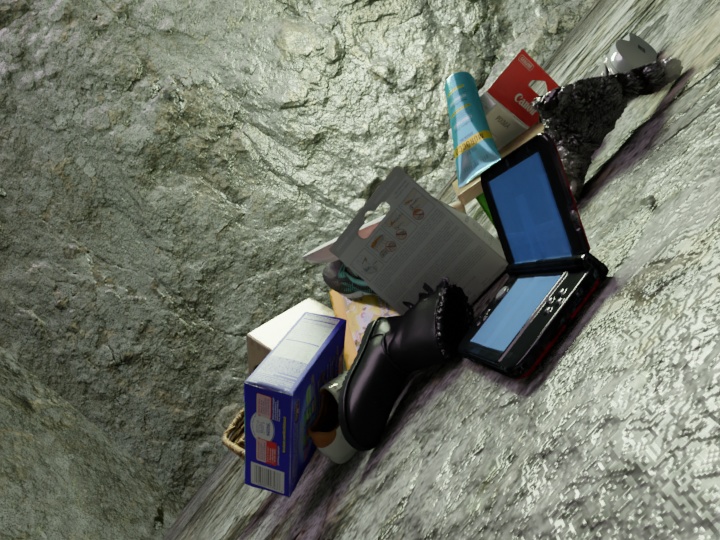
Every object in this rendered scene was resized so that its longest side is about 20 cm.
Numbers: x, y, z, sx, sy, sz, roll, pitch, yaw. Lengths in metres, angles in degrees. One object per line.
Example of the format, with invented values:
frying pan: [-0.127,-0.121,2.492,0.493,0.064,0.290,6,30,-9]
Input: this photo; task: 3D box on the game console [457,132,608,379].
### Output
game console: [0.133,-0.008,0.587,0.173,0.118,0.200,-51,2,-4]

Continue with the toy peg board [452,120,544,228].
toy peg board: [0.255,-0.146,0.958,0.198,0.098,0.200,-34,8,13]

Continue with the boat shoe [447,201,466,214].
boat shoe: [0.155,-0.050,1.026,0.064,0.073,0.201,-26,-28,0]

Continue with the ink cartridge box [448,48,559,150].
ink cartridge box: [0.272,-0.254,1.053,0.198,0.045,0.176,18,-56,-44]

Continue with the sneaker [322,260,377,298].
sneaker: [0.000,0.000,0.969,0.198,0.091,0.079,5,69,45]

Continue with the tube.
tube: [0.170,-0.224,0.954,0.077,0.050,0.203,-35,46,38]

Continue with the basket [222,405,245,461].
basket: [-0.150,0.285,1.170,0.201,0.149,0.143,-51,2,-25]

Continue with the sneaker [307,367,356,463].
sneaker: [-0.001,0.158,0.838,0.072,0.085,0.202,7,58,47]

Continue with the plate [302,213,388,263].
plate: [0.020,-0.063,0.998,0.197,0.033,0.200,-23,6,16]

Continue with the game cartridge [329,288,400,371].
game cartridge: [0.041,0.048,0.990,0.199,0.032,0.178,-39,45,24]

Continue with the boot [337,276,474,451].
boot: [0.059,0.113,0.751,0.161,0.073,0.200,-29,33,44]

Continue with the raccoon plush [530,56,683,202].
raccoon plush: [0.293,-0.161,0.732,0.197,0.137,0.096,-14,2,25]

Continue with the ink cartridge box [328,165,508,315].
ink cartridge box: [0.080,-0.024,0.834,0.161,0.199,0.050,-48,2,26]

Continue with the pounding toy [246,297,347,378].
pounding toy: [-0.107,0.191,1.060,0.199,0.141,0.187,-30,-46,-42]

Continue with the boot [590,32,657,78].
boot: [0.367,-0.272,0.871,0.200,0.073,0.096,-41,-12,-52]

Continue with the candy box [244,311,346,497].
candy box: [-0.089,0.180,0.866,0.200,0.076,0.172,-50,-31,-60]
